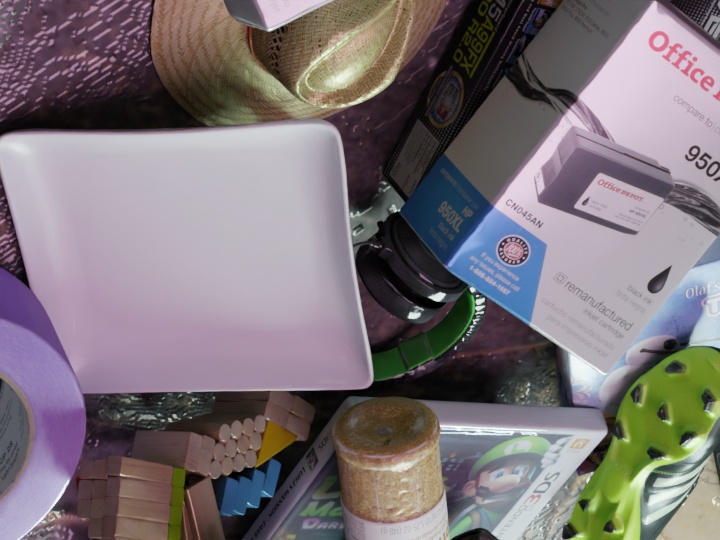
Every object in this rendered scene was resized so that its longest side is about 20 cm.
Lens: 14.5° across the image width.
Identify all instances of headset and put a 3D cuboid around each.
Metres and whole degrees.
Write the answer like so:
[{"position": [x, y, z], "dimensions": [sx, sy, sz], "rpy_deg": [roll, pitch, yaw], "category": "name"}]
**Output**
[{"position": [0.000, 0.000, 1.737], "dimensions": [0.123, 0.094, 0.200], "rpy_deg": [-27, 146, 7], "category": "headset"}]

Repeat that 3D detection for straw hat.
[{"position": [-0.014, -0.141, 1.608], "dimensions": [0.200, 0.085, 0.202], "rpy_deg": [-15, 128, -20], "category": "straw hat"}]

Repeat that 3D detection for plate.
[{"position": [-0.098, -0.012, 1.643], "dimensions": [0.199, 0.032, 0.200], "rpy_deg": [-2, 130, 8], "category": "plate"}]

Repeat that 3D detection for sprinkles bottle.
[{"position": [0.024, 0.177, 1.756], "dimensions": [0.068, 0.068, 0.201], "rpy_deg": [-18, 123, -18], "category": "sprinkles bottle"}]

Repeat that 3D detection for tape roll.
[{"position": [-0.263, 0.087, 1.633], "dimensions": [0.199, 0.066, 0.201], "rpy_deg": [-13, 128, -17], "category": "tape roll"}]

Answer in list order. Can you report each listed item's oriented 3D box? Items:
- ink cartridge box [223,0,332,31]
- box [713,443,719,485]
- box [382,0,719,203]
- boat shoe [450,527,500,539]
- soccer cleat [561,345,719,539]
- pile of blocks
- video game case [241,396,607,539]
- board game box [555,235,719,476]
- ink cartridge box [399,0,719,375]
[{"position": [-0.001, -0.238, 1.515], "dimensions": [0.199, 0.084, 0.146], "rpy_deg": [-27, 106, -10], "category": "ink cartridge box"}, {"position": [0.363, 0.131, 1.984], "dimensions": [0.199, 0.124, 0.149], "rpy_deg": [-31, 142, -8], "category": "box"}, {"position": [0.126, -0.115, 1.736], "dimensions": [0.160, 0.044, 0.201], "rpy_deg": [14, 115, -36], "category": "box"}, {"position": [0.024, 0.218, 1.869], "dimensions": [0.200, 0.072, 0.066], "rpy_deg": [-24, 109, 33], "category": "boat shoe"}, {"position": [0.201, 0.118, 1.859], "dimensions": [0.081, 0.068, 0.200], "rpy_deg": [-19, 147, -44], "category": "soccer cleat"}, {"position": [-0.109, 0.127, 1.723], "dimensions": [0.200, 0.062, 0.083], "rpy_deg": [-24, 108, -49], "category": "pile of blocks"}, {"position": [0.038, 0.148, 1.851], "dimensions": [0.199, 0.023, 0.182], "rpy_deg": [5, 138, -32], "category": "video game case"}, {"position": [0.227, 0.041, 1.854], "dimensions": [0.199, 0.044, 0.199], "rpy_deg": [-15, 141, -3], "category": "board game box"}, {"position": [0.145, -0.062, 1.679], "dimensions": [0.144, 0.084, 0.200], "rpy_deg": [33, 100, -30], "category": "ink cartridge box"}]
